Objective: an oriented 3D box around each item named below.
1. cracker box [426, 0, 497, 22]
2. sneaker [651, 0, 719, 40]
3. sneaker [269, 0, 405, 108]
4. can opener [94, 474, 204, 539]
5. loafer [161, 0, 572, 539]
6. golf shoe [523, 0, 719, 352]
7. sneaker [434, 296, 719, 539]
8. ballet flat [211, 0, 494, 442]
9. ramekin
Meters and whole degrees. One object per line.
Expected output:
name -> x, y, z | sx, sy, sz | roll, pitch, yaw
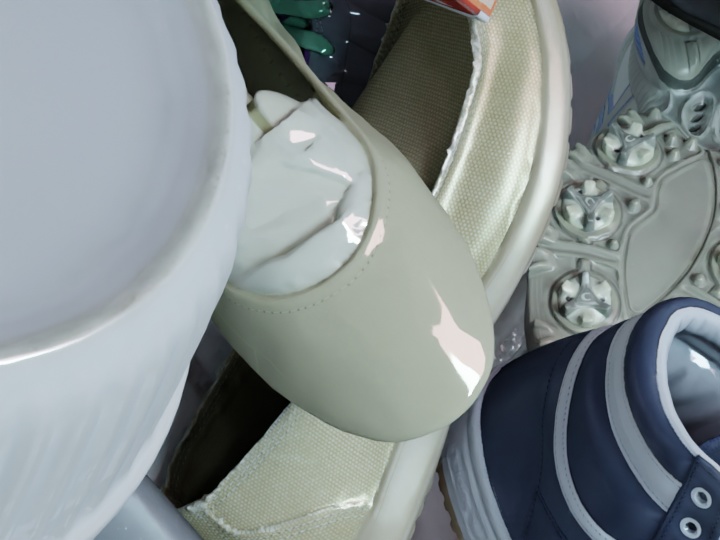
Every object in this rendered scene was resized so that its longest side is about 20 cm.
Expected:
cracker box -> -0.041, -0.126, 0.738 | 0.058, 0.133, 0.200 | -68, 161, 1
sneaker -> 0.077, -0.125, 0.879 | 0.199, 0.076, 0.091 | 29, 19, -6
sneaker -> -0.013, -0.084, 0.879 | 0.200, 0.074, 0.088 | 52, 54, -21
can opener -> -0.089, 0.068, 0.786 | 0.067, 0.053, 0.200 | -43, 113, -9
loafer -> 0.000, 0.000, 0.832 | 0.068, 0.076, 0.201 | 18, 88, -27
golf shoe -> 0.097, -0.016, 0.950 | 0.078, 0.097, 0.200 | 23, 51, 4
sneaker -> 0.099, 0.104, 0.803 | 0.070, 0.108, 0.201 | -17, 79, -44
ballet flat -> -0.035, -0.035, 0.789 | 0.069, 0.070, 0.200 | 9, 33, -43
ramekin -> -0.119, -0.024, 0.681 | 0.199, 0.105, 0.201 | 12, 58, -20
